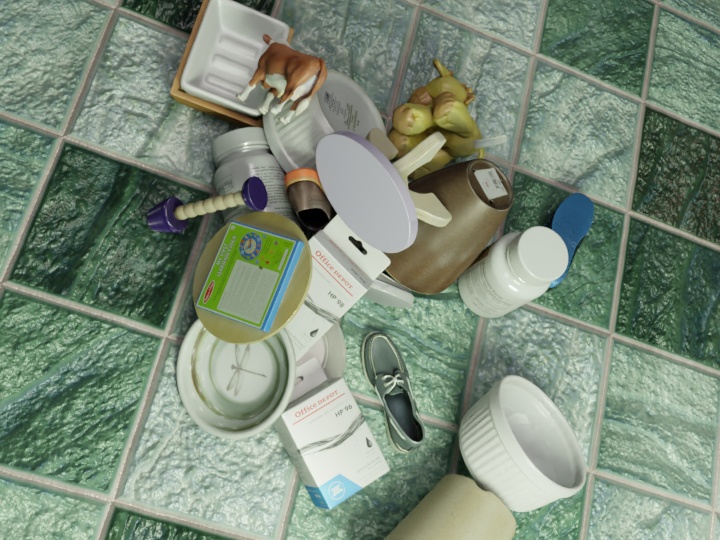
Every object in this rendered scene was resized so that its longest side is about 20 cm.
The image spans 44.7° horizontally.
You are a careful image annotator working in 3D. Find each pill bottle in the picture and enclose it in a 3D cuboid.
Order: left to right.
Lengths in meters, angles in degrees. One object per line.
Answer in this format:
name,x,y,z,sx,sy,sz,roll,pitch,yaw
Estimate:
pill bottle,-0.165,-0.114,1.376,0.113,0.113,0.201,-12,78,-22
pill bottle,0.250,0.001,1.435,0.114,0.200,0.115,6,72,-18

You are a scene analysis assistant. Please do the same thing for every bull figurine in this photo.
bull figurine,-0.121,-0.295,1.333,0.065,0.200,0.122,31,91,-34

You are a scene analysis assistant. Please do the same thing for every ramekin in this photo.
ramekin,-0.049,-0.226,1.408,0.200,0.105,0.201,30,45,-35
ramekin,0.244,0.274,1.355,0.200,0.105,0.201,35,31,-25

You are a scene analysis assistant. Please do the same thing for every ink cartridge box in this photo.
ink cartridge box,-0.064,0.022,1.310,0.116,0.067,0.200,44,105,-1
ink cartridge box,-0.056,0.240,1.317,0.116,0.068,0.201,-29,92,-24

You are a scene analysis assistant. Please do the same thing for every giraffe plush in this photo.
giraffe plush,0.140,-0.275,1.521,0.199,0.173,0.163,-1,52,-8

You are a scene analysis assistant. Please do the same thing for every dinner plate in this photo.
dinner plate,-0.115,0.124,1.371,0.199,0.024,0.201,6,72,-18

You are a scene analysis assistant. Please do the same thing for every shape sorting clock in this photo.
shape sorting clock,-0.157,0.010,1.268,0.199,0.039,0.201,-7,71,20

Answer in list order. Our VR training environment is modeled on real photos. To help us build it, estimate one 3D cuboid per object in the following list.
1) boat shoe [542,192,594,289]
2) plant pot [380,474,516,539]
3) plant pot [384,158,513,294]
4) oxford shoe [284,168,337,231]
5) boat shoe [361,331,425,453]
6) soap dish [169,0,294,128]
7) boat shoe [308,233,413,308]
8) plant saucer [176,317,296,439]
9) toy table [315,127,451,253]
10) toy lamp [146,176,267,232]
boat shoe,0.350,-0.053,1.562,0.084,0.069,0.200,34,65,3
plant pot,0.125,0.408,1.277,0.200,0.200,0.184,43,61,-2
plant pot,0.144,-0.089,1.399,0.186,0.200,0.188,19,53,-28
oxford shoe,-0.067,-0.086,1.369,0.071,0.200,0.073,-15,68,16
boat shoe,0.057,0.188,1.388,0.073,0.062,0.201,-12,78,-22
soap dish,-0.212,-0.339,1.446,0.157,0.081,0.201,19,69,-12
boat shoe,0.000,0.000,1.425,0.199,0.072,0.066,22,71,-3
plant saucer,-0.176,0.147,1.293,0.199,0.050,0.201,-3,82,23
toy table,0.039,-0.129,1.286,0.117,0.184,0.200,-26,84,-43
toy lamp,-0.235,-0.094,1.317,0.058,0.199,0.058,29,56,-57
